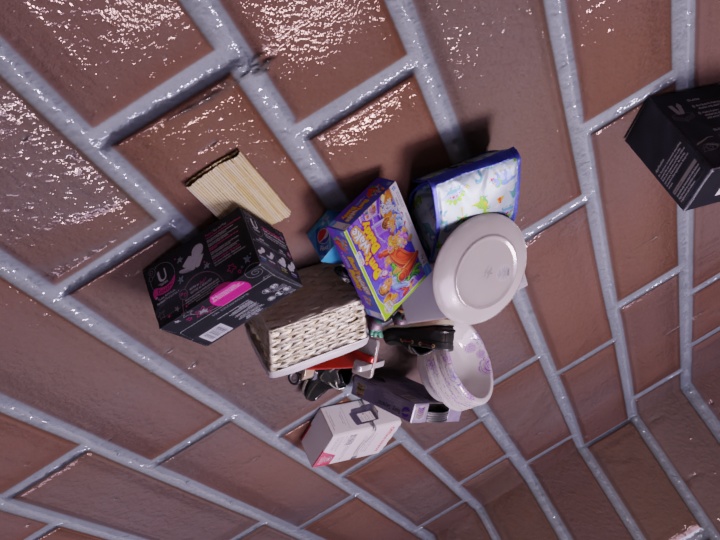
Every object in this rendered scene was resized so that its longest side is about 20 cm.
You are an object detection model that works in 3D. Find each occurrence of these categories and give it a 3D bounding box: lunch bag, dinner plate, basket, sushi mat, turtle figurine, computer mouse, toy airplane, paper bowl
[{"bbox_3d":[0.179,-0.126,1.605,0.169,0.128,0.200,-22,159,-13],"label":"lunch bag"},{"bbox_3d":[0.210,0.002,1.595,0.199,0.024,0.202,-13,115,-28],"label":"dinner plate"},{"bbox_3d":[-0.098,0.080,1.663,0.199,0.136,0.124,-18,137,-18],"label":"basket"},{"bbox_3d":[-0.183,-0.109,1.431,0.095,0.012,0.200,-31,150,5],"label":"sushi mat"},{"bbox_3d":[0.096,0.073,1.862,0.149,0.101,0.200,10,153,-22],"label":"turtle figurine"},{"bbox_3d":[0.000,0.000,1.666,0.034,0.059,0.200,-44,170,12],"label":"computer mouse"},{"bbox_3d":[-0.050,0.142,1.799,0.198,0.142,0.200,-6,178,-15],"label":"toy airplane"},{"bbox_3d":[0.201,0.211,2.064,0.104,0.202,0.200,-24,156,32],"label":"paper bowl"}]

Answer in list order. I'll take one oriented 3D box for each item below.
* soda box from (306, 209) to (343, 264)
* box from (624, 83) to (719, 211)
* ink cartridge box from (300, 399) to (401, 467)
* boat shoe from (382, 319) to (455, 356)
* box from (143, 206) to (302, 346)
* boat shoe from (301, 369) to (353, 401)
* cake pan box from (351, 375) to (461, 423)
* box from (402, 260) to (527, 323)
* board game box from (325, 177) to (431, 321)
[{"bbox_3d":[0.007,-0.051,1.633,0.199,0.064,0.068,6,134,-46],"label":"soda box"},{"bbox_3d":[0.649,-0.236,1.768,0.196,0.201,0.118,-13,146,-25],"label":"box"},{"bbox_3d":[-0.023,0.386,2.247,0.199,0.085,0.145,-6,143,-34],"label":"ink cartridge box"},{"bbox_3d":[0.105,0.131,1.781,0.073,0.064,0.201,6,171,-33],"label":"boat shoe"},{"bbox_3d":[-0.217,0.012,1.473,0.199,0.115,0.132,-31,152,16],"label":"box"},{"bbox_3d":[-0.055,0.223,1.993,0.072,0.068,0.200,7,135,-49],"label":"boat shoe"},{"bbox_3d":[0.110,0.291,2.121,0.184,0.199,0.053,6,100,-48],"label":"cake pan box"},{"bbox_3d":[0.187,0.014,1.739,0.152,0.107,0.199,-11,-173,46],"label":"box"},{"bbox_3d":[0.035,-0.035,1.569,0.134,0.045,0.201,-45,130,-26],"label":"board game box"}]
